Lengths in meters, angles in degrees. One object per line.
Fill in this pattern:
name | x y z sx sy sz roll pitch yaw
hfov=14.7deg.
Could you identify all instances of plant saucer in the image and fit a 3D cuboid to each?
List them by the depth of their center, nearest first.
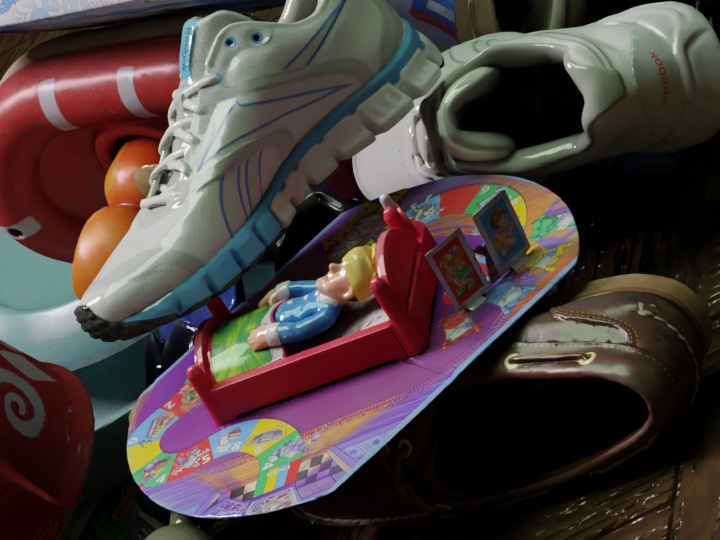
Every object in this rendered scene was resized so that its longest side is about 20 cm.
plant saucer | -0.113 0.066 1.367 0.200 0.036 0.200 -32 10 7
plant saucer | -0.133 -0.029 1.476 0.200 0.027 0.200 -25 36 19

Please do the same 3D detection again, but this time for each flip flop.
flip flop | 0.067 -0.108 1.275 0.081 0.057 0.200 -82 6 -45

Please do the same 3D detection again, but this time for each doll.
doll | -0.073 0.050 1.207 0.136 0.048 0.201 -27 59 59

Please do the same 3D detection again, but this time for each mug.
mug | -0.218 0.051 1.213 0.177 0.200 0.134 -15 51 41

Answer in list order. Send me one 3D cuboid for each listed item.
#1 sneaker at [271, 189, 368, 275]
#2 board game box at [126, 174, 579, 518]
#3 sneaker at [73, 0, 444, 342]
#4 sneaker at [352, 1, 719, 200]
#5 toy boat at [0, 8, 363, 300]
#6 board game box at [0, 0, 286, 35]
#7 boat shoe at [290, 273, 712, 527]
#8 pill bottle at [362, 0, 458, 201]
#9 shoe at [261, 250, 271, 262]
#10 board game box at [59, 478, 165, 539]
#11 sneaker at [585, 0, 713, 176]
sneaker | 0.000 0.000 1.235 0.070 0.100 0.200 -37 20 5
board game box | -0.015 0.012 1.086 0.200 0.039 0.158 -42 29 -19
sneaker | -0.058 -0.055 1.137 0.200 0.087 0.075 -48 21 -27
sneaker | 0.054 -0.067 1.185 0.099 0.078 0.200 -11 -6 -44
toy boat | -0.101 -0.036 1.319 0.200 0.131 0.131 -6 49 40
board game box | -0.075 -0.144 1.313 0.200 0.043 0.199 -10 3 -42
boat shoe | 0.040 0.059 1.073 0.200 0.070 0.070 -26 21 35
pill bottle | 0.023 -0.116 1.454 0.112 0.112 0.200 -31 20 22
shoe | -0.088 0.001 1.493 0.200 0.070 0.053 -33 61 5
board game box | -0.156 0.172 1.256 0.105 0.023 0.200 -23 24 34
sneaker | 0.136 -0.121 1.279 0.200 0.071 0.083 -78 7 -55
